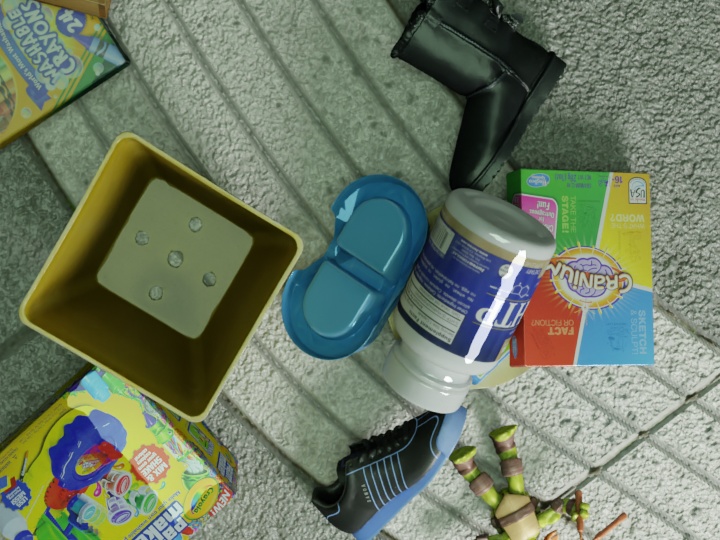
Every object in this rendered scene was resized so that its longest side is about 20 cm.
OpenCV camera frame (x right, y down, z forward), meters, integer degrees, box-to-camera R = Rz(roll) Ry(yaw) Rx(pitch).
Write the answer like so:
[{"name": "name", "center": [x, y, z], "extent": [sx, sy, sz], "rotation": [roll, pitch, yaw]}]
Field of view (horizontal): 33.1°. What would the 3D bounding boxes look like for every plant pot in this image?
[{"name": "plant pot", "center": [-0.189, -0.001, 1.197], "extent": [0.198, 0.176, 0.202], "rotation": [31, 93, -7]}]

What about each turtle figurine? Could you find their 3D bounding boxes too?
[{"name": "turtle figurine", "center": [0.173, 0.252, 1.311], "extent": [0.198, 0.064, 0.163], "rotation": [-25, 90, 8]}]

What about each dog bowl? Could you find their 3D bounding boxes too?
[{"name": "dog bowl", "center": [0.000, 0.000, 1.257], "extent": [0.111, 0.049, 0.202], "rotation": [32, 93, 22]}]

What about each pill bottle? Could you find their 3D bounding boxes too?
[{"name": "pill bottle", "center": [0.101, 0.033, 1.205], "extent": [0.118, 0.120, 0.202], "rotation": [22, 111, -6]}]

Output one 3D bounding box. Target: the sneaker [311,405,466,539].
[{"name": "sneaker", "center": [0.028, 0.201, 1.271], "extent": [0.077, 0.070, 0.201], "rotation": [35, 111, -11]}]

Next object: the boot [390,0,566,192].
[{"name": "boot", "center": [0.103, -0.192, 1.250], "extent": [0.161, 0.073, 0.200], "rotation": [34, 86, -10]}]

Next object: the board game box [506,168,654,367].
[{"name": "board game box", "center": [0.230, -0.001, 1.266], "extent": [0.150, 0.040, 0.204], "rotation": [0, 86, -16]}]

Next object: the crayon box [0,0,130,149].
[{"name": "crayon box", "center": [-0.350, -0.210, 1.223], "extent": [0.199, 0.052, 0.127], "rotation": [-33, 98, 0]}]

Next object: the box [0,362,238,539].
[{"name": "box", "center": [-0.260, 0.210, 1.244], "extent": [0.200, 0.122, 0.193], "rotation": [-42, 99, 1]}]

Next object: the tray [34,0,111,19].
[{"name": "tray", "center": [-0.273, -0.355, 1.189], "extent": [0.097, 0.037, 0.203], "rotation": [13, 74, -6]}]

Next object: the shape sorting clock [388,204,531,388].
[{"name": "shape sorting clock", "center": [0.123, 0.025, 1.292], "extent": [0.196, 0.039, 0.204], "rotation": [0, 97, -3]}]
